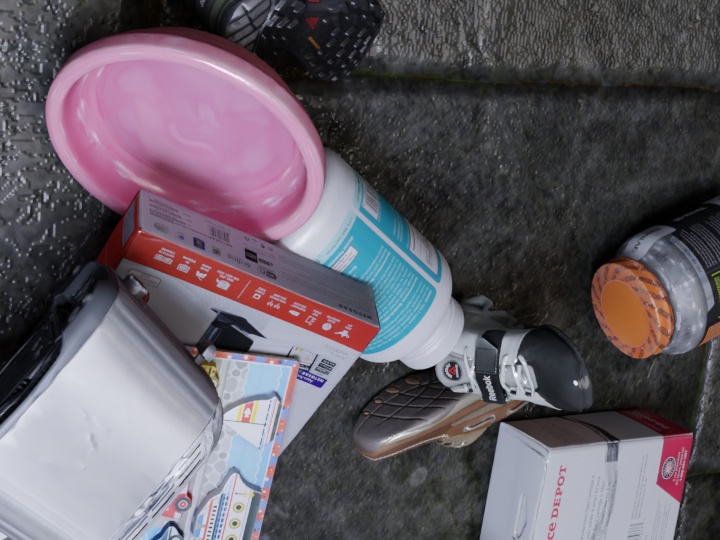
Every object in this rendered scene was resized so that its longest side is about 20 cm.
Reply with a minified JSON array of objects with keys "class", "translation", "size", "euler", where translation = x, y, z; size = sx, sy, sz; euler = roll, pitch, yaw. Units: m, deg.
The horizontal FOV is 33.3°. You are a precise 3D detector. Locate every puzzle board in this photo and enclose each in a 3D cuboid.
[{"class":"puzzle board","translation":[-0.135,0.149,0.878],"size":[0.148,0.017,0.203],"euler":[9,109,-17]}]

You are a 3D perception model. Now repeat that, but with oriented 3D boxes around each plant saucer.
[{"class":"plant saucer","translation":[-0.117,-0.096,0.838],"size":[0.200,0.198,0.051],"euler":[42,47,-34]}]

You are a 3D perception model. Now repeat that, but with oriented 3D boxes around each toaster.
[{"class":"toaster","translation":[-0.181,0.105,0.774],"size":[0.129,0.114,0.201],"euler":[42,86,-21]}]

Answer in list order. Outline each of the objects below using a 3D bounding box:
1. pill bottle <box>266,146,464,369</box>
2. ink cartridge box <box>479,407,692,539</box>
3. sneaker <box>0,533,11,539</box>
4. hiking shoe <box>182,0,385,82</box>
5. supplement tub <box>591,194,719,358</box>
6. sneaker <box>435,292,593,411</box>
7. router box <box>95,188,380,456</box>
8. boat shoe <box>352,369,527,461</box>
[{"class":"pill bottle","translation":[0.000,0.000,0.971],"size":[0.200,0.110,0.111],"euler":[42,82,-34]},{"class":"ink cartridge box","translation":[0.224,0.223,1.202],"size":[0.197,0.083,0.148],"euler":[0,106,-32]},{"class":"sneaker","translation":[-0.291,0.189,0.869],"size":[0.198,0.071,0.100],"euler":[-1,104,-34]},{"class":"hiking shoe","translation":[-0.057,-0.199,0.888],"size":[0.076,0.101,0.199],"euler":[-54,158,20]},{"class":"supplement tub","translation":[0.330,0.004,1.176],"size":[0.198,0.122,0.124],"euler":[-22,116,-25]},{"class":"sneaker","translation":[0.113,0.082,1.014],"size":[0.087,0.199,0.075],"euler":[-23,111,-23]},{"class":"router box","translation":[-0.114,0.055,0.888],"size":[0.198,0.049,0.180],"euler":[22,122,-26]},{"class":"boat shoe","translation":[0.084,0.128,1.090],"size":[0.198,0.076,0.073],"euler":[-23,119,-23]}]
